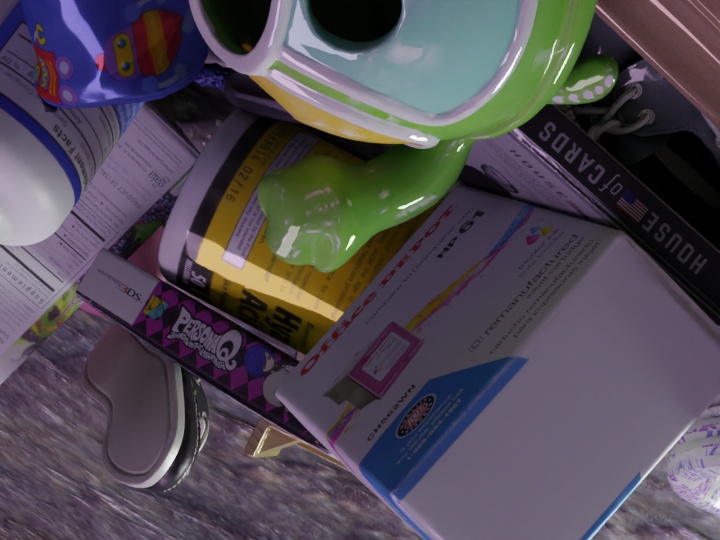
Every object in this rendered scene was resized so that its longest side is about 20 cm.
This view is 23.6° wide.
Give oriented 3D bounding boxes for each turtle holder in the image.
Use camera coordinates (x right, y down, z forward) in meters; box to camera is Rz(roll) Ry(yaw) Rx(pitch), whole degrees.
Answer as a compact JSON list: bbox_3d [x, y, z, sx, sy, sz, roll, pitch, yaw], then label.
[{"bbox_3d":[0.004,-0.105,0.622,0.141,0.132,0.186,63,144,22],"label":"turtle holder"}]

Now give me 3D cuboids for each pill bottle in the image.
[{"bbox_3d":[0.000,0.000,0.945,0.200,0.111,0.111,27,156,7],"label":"pill bottle"},{"bbox_3d":[-0.169,-0.083,0.828,0.112,0.200,0.112,25,156,12],"label":"pill bottle"}]

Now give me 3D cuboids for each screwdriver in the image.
[{"bbox_3d":[-0.104,-0.110,0.944,0.200,0.029,0.028,13,151,23],"label":"screwdriver"}]

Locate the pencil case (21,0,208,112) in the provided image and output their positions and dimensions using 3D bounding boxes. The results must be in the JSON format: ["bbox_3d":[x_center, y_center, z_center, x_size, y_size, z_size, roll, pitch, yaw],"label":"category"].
[{"bbox_3d":[-0.124,-0.165,0.722,0.087,0.078,0.200,-133,26,-58],"label":"pencil case"}]

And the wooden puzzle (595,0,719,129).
[{"bbox_3d":[0.167,-0.124,0.617,0.185,0.037,0.200,39,150,-18],"label":"wooden puzzle"}]

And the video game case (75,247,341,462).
[{"bbox_3d":[-0.047,0.066,0.993,0.181,0.036,0.200,29,176,25],"label":"video game case"}]

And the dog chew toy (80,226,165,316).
[{"bbox_3d":[-0.201,-0.039,1.097,0.124,0.125,0.200,3,152,46],"label":"dog chew toy"}]

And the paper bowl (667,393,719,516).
[{"bbox_3d":[0.241,0.061,0.758,0.200,0.104,0.201,11,164,3],"label":"paper bowl"}]

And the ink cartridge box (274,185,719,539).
[{"bbox_3d":[0.056,0.048,0.777,0.085,0.145,0.200,44,174,-17],"label":"ink cartridge box"}]

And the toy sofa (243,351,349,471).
[{"bbox_3d":[0.028,0.127,1.214,0.200,0.098,0.083,25,180,12],"label":"toy sofa"}]

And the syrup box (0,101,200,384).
[{"bbox_3d":[-0.188,-0.023,0.983,0.081,0.200,0.079,44,-178,-30],"label":"syrup box"}]

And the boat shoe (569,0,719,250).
[{"bbox_3d":[0.125,-0.069,0.730,0.200,0.062,0.073,43,153,-26],"label":"boat shoe"}]

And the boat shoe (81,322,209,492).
[{"bbox_3d":[-0.121,0.087,1.042,0.060,0.074,0.200,35,180,-23],"label":"boat shoe"}]

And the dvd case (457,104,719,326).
[{"bbox_3d":[0.087,-0.036,0.790,0.150,0.025,0.200,40,175,-12],"label":"dvd case"}]
